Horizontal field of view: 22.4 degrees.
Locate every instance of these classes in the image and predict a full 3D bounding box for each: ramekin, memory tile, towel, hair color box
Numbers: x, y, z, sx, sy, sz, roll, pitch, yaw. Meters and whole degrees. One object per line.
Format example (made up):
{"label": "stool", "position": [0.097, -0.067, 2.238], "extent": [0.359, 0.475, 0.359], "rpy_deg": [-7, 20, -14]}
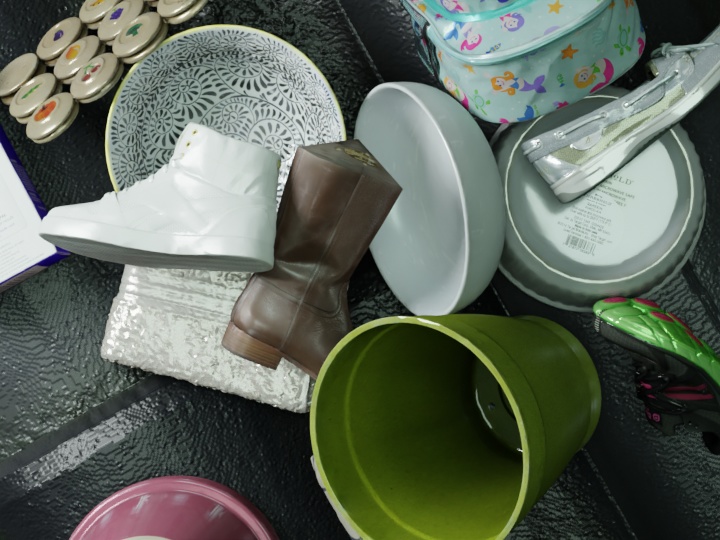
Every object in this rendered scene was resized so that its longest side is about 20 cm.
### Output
{"label": "ramekin", "position": [0.198, -0.065, 1.541], "extent": [0.200, 0.105, 0.200], "rpy_deg": [0, 88, 1]}
{"label": "memory tile", "position": [-0.222, -0.197, 1.550], "extent": [0.200, 0.153, 0.017], "rpy_deg": [-42, 125, -1]}
{"label": "towel", "position": [-0.118, 0.040, 1.582], "extent": [0.200, 0.034, 0.133], "rpy_deg": [14, 87, 3]}
{"label": "hair color box", "position": [-0.349, -0.076, 1.581], "extent": [0.109, 0.065, 0.200], "rpy_deg": [-28, 89, 1]}

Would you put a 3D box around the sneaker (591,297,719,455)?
{"label": "sneaker", "position": [0.262, 0.093, 1.519], "extent": [0.200, 0.077, 0.084], "rpy_deg": [37, 102, -25]}

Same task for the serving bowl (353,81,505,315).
{"label": "serving bowl", "position": [0.066, -0.063, 1.513], "extent": [0.066, 0.200, 0.200], "rpy_deg": [-13, 87, -23]}

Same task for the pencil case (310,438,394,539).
{"label": "pencil case", "position": [0.034, 0.211, 1.546], "extent": [0.089, 0.078, 0.200], "rpy_deg": [-33, 86, 20]}

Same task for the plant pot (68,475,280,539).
{"label": "plant pot", "position": [-0.164, 0.273, 1.501], "extent": [0.200, 0.179, 0.200], "rpy_deg": [0, 87, 3]}

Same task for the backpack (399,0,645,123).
{"label": "backpack", "position": [0.131, -0.217, 1.484], "extent": [0.178, 0.151, 0.200], "rpy_deg": [-26, 42, -2]}

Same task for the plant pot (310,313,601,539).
{"label": "plant pot", "position": [0.096, 0.118, 1.476], "extent": [0.200, 0.193, 0.200], "rpy_deg": [8, 104, 34]}

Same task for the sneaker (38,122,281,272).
{"label": "sneaker", "position": [-0.159, -0.064, 1.483], "extent": [0.200, 0.074, 0.116], "rpy_deg": [4, 77, 13]}

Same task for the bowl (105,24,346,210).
{"label": "bowl", "position": [-0.110, -0.108, 1.553], "extent": [0.201, 0.094, 0.201], "rpy_deg": [0, 96, 2]}

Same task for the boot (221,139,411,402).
{"label": "boot", "position": [0.000, 0.000, 1.511], "extent": [0.186, 0.064, 0.200], "rpy_deg": [18, 103, -24]}

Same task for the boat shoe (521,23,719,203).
{"label": "boat shoe", "position": [0.224, -0.137, 1.456], "extent": [0.202, 0.074, 0.065], "rpy_deg": [-39, 91, 7]}
